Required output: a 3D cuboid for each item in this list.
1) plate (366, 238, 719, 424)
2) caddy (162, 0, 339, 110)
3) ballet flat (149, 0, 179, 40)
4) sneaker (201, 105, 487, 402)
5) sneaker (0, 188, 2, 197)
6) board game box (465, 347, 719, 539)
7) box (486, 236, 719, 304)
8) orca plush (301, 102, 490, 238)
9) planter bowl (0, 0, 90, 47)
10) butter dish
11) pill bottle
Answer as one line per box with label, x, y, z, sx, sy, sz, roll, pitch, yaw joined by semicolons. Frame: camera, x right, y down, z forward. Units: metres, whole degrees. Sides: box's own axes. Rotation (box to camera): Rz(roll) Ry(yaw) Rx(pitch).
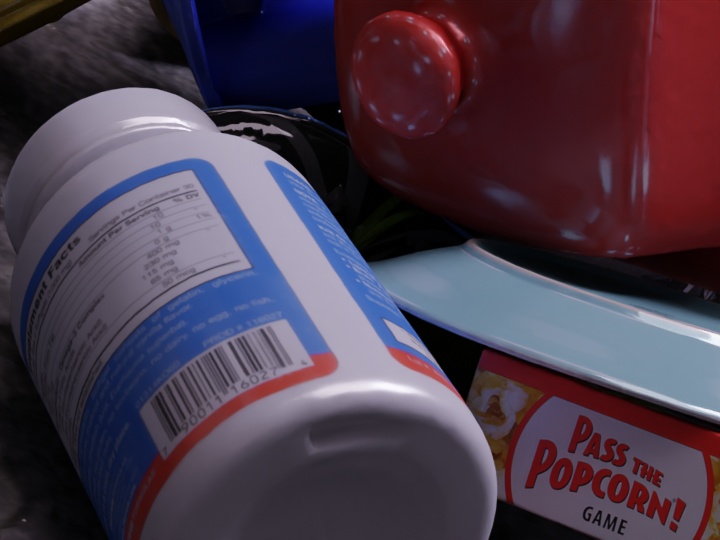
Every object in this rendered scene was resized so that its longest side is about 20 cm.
plate;0.097;0.021;0.815;0.200;0.026;0.200;18;5;-2
caddy;-0.038;-0.148;0.995;0.105;0.142;0.200;-5;38;8
ballet flat;-0.050;-0.132;1.193;0.063;0.069;0.200;8;5;37
sneaker;0.000;0.000;0.922;0.199;0.071;0.083;31;16;3
sneaker;-0.215;-0.070;0.842;0.200;0.067;0.090;41;24;26
board game box;0.146;0.077;0.782;0.200;0.046;0.151;20;6;21
box;0.117;-0.055;1.017;0.048;0.159;0.200;1;45;-45
orca plush;0.004;-0.084;1.040;0.071;0.105;0.200;17;38;-31
planter bowl;-0.153;-0.133;0.970;0.084;0.200;0.200;64;24;-5
butter dish;0.058;-0.083;0.843;0.199;0.201;0.148;21;31;39
pill bottle;-0.045;0.026;0.762;0.112;0.112;0.200;12;27;-32
